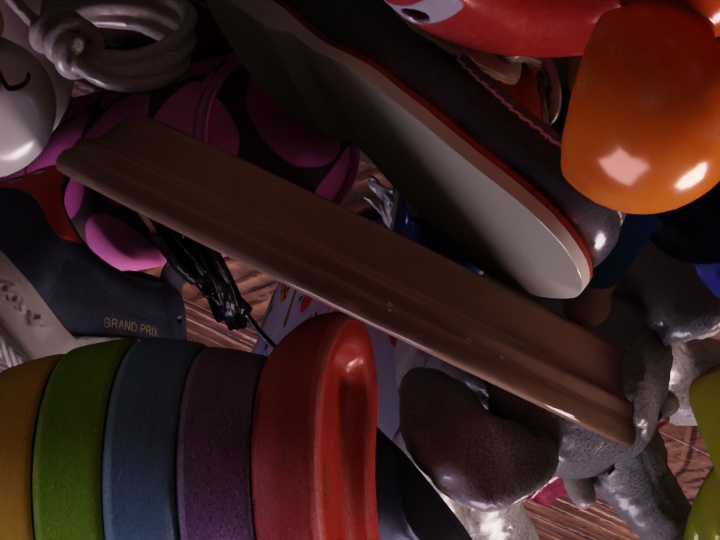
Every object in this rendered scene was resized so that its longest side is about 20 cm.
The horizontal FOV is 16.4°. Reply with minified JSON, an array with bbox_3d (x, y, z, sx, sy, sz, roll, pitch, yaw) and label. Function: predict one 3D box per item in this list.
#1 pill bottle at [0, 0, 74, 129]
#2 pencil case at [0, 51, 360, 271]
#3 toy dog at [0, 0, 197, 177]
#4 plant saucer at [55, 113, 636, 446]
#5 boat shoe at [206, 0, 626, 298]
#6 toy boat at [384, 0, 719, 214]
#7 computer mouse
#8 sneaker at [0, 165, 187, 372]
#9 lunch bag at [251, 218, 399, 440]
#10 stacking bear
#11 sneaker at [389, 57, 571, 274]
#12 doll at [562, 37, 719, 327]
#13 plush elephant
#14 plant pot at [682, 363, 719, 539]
[{"bbox_3d":[-0.205,-0.083,0.985,0.200,0.113,0.112,4,158,43],"label":"pill bottle"},{"bbox_3d":[-0.077,-0.046,1.009,0.200,0.094,0.091,-3,107,55],"label":"pencil case"},{"bbox_3d":[-0.154,-0.117,0.801,0.200,0.132,0.097,26,132,28],"label":"toy dog"},{"bbox_3d":[0.000,0.000,0.778,0.200,0.030,0.200,27,180,0],"label":"plant saucer"},{"bbox_3d":[0.023,-0.058,0.750,0.200,0.062,0.071,41,162,51],"label":"boat shoe"},{"bbox_3d":[0.081,-0.076,0.628,0.200,0.131,0.130,5,158,42],"label":"toy boat"},{"bbox_3d":[-0.026,0.049,0.926,0.200,0.034,0.059,50,169,-6],"label":"computer mouse"},{"bbox_3d":[-0.084,0.047,0.956,0.075,0.085,0.200,-13,116,50],"label":"sneaker"},{"bbox_3d":[-0.013,0.066,1.156,0.075,0.161,0.200,24,163,-10],"label":"lunch bag"},{"bbox_3d":[-0.100,0.078,0.857,0.199,0.122,0.114,-4,171,11],"label":"stacking bear"},{"bbox_3d":[0.057,-0.045,0.840,0.075,0.088,0.200,22,163,-1],"label":"sneaker"},{"bbox_3d":[0.119,-0.028,0.800,0.200,0.136,0.049,35,-159,-55],"label":"doll"},{"bbox_3d":[0.085,0.052,0.988,0.200,0.165,0.155,56,175,-26],"label":"plush elephant"},{"bbox_3d":[0.222,0.116,0.852,0.198,0.200,0.182,-15,136,-2],"label":"plant pot"}]
